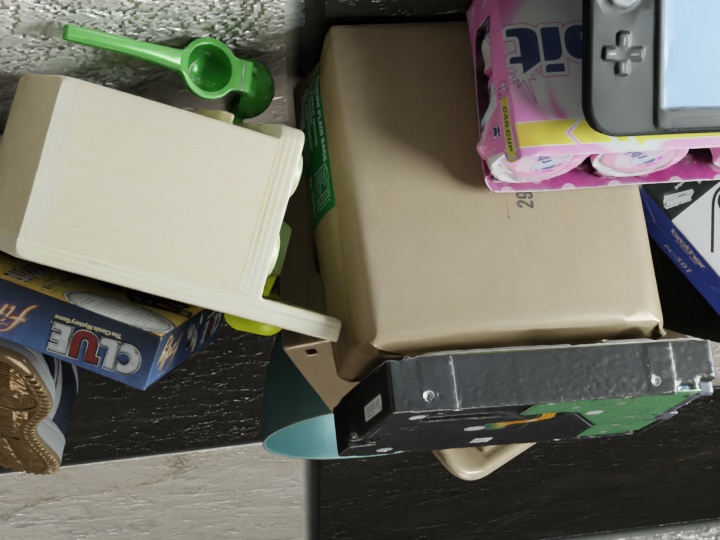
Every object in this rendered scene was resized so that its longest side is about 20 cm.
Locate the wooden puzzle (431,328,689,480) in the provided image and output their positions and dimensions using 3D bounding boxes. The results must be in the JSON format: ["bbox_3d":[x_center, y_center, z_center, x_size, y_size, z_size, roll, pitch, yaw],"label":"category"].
[{"bbox_3d":[0.111,0.055,1.589,0.200,0.185,0.037,-28,132,-11],"label":"wooden puzzle"}]

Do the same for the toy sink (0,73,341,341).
[{"bbox_3d":[-0.105,-0.041,1.282,0.199,0.112,0.130,16,180,-19],"label":"toy sink"}]

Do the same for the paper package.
[{"bbox_3d":[0.066,-0.041,1.324,0.190,0.201,0.103,-3,164,-17],"label":"paper package"}]

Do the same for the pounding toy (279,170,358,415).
[{"bbox_3d":[0.000,0.000,1.525,0.142,0.201,0.184,-11,149,14],"label":"pounding toy"}]

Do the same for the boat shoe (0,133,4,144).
[{"bbox_3d":[-0.209,-0.061,1.401,0.200,0.070,0.071,-3,-171,-21],"label":"boat shoe"}]

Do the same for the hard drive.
[{"bbox_3d":[0.095,0.076,1.316,0.199,0.038,0.140,-3,166,-14],"label":"hard drive"}]

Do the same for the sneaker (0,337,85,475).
[{"bbox_3d":[-0.211,0.047,1.381,0.070,0.109,0.200,11,156,3],"label":"sneaker"}]

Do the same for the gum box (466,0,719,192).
[{"bbox_3d":[0.160,-0.113,1.274,0.199,0.114,0.066,-4,164,-12],"label":"gum box"}]

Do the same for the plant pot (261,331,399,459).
[{"bbox_3d":[0.011,0.067,1.798,0.199,0.135,0.200,-7,164,-2],"label":"plant pot"}]

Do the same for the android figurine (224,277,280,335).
[{"bbox_3d":[-0.132,-0.006,1.516,0.182,0.041,0.200,27,171,-22],"label":"android figurine"}]

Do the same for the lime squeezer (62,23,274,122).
[{"bbox_3d":[-0.094,-0.118,1.308,0.070,0.038,0.200,20,179,28],"label":"lime squeezer"}]

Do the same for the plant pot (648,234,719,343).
[{"bbox_3d":[0.303,-0.034,1.514,0.199,0.201,0.177,6,172,-40],"label":"plant pot"}]

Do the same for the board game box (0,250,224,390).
[{"bbox_3d":[-0.164,0.019,1.335,0.135,0.035,0.200,20,-171,6],"label":"board game box"}]

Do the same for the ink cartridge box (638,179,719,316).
[{"bbox_3d":[0.269,-0.069,1.352,0.200,0.094,0.044,-38,171,-16],"label":"ink cartridge box"}]

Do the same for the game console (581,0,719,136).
[{"bbox_3d":[0.228,-0.154,1.171,0.199,0.171,0.118,-3,-170,-14],"label":"game console"}]
